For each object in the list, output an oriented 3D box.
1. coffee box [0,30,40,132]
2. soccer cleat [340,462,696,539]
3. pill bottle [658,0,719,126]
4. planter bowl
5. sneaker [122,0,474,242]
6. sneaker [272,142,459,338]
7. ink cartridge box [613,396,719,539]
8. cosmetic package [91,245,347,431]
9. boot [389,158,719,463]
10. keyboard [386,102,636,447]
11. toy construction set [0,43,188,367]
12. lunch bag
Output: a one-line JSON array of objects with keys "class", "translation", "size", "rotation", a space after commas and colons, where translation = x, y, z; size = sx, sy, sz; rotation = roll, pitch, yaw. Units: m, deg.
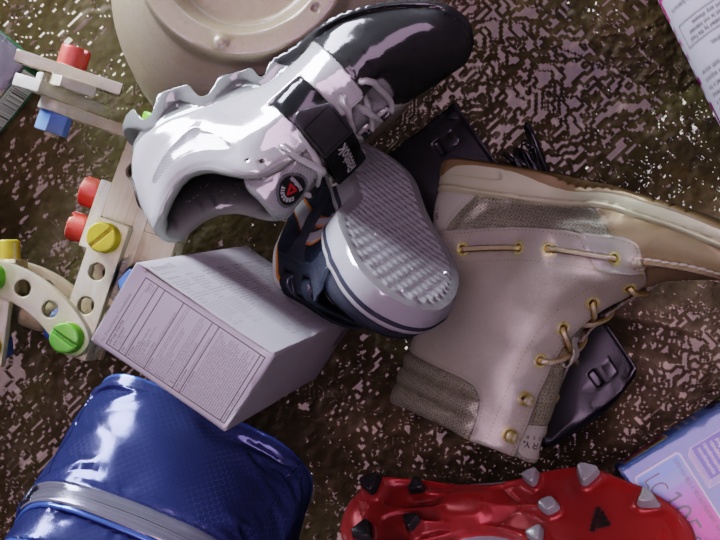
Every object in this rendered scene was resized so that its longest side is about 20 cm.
[{"class": "coffee box", "translation": [-0.301, -0.084, 0.924], "size": [0.123, 0.044, 0.200], "rotation": [40, 91, 6]}, {"class": "soccer cleat", "translation": [0.087, 0.151, 0.831], "size": [0.200, 0.085, 0.069], "rotation": [-2, 52, 21]}, {"class": "pill bottle", "translation": [0.251, -0.103, 0.834], "size": [0.113, 0.113, 0.200], "rotation": [-25, 83, 4]}, {"class": "planter bowl", "translation": [-0.055, -0.165, 0.861], "size": [0.200, 0.135, 0.200], "rotation": [0, 86, 6]}, {"class": "sneaker", "translation": [-0.027, -0.069, 0.788], "size": [0.200, 0.074, 0.089], "rotation": [-23, 54, 16]}, {"class": "sneaker", "translation": [0.000, 0.000, 0.815], "size": [0.078, 0.200, 0.079], "rotation": [27, 109, -14]}, {"class": "ink cartridge box", "translation": [0.260, 0.114, 0.837], "size": [0.200, 0.076, 0.136], "rotation": [-32, 83, 1]}, {"class": "cosmetic package", "translation": [-0.067, 0.031, 0.812], "size": [0.083, 0.200, 0.051], "rotation": [35, 99, 8]}, {"class": "boot", "translation": [0.118, 0.031, 0.816], "size": [0.200, 0.072, 0.155], "rotation": [14, 90, 27]}, {"class": "keyboard", "translation": [0.094, -0.003, 0.887], "size": [0.104, 0.040, 0.200], "rotation": [-36, 77, 14]}, {"class": "toy construction set", "translation": [-0.165, -0.030, 0.883], "size": [0.131, 0.092, 0.200], "rotation": [18, 105, 9]}, {"class": "lunch bag", "translation": [-0.118, 0.173, 0.808], "size": [0.136, 0.200, 0.132], "rotation": [22, 48, 9]}]
